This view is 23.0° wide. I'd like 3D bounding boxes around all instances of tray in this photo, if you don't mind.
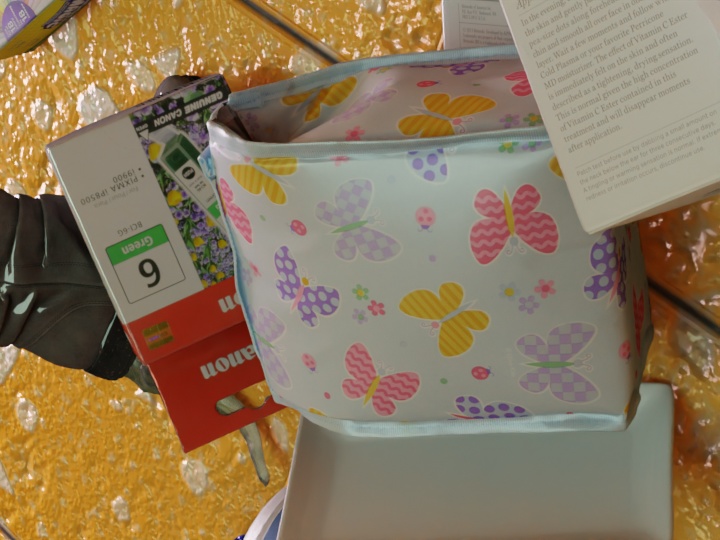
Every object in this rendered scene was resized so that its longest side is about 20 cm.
[{"bbox_3d":[0.060,0.108,0.902,0.199,0.108,0.022,-4,133,15],"label":"tray"}]

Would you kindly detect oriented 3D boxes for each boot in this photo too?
[{"bbox_3d":[-0.172,-0.035,1.046,0.070,0.131,0.201,30,101,63],"label":"boot"}]

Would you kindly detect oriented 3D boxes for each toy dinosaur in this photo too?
[{"bbox_3d":[-0.124,0.051,1.128,0.200,0.047,0.088,29,127,28],"label":"toy dinosaur"}]

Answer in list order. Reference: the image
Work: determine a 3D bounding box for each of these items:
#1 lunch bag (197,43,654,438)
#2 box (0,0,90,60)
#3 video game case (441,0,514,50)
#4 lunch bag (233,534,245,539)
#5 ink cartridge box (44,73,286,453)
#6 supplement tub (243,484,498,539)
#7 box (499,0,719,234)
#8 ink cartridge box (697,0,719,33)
[{"bbox_3d":[0.033,-0.016,0.865,0.199,0.127,0.170,-5,117,17],"label":"lunch bag"},{"bbox_3d":[-0.207,-0.214,1.105,0.200,0.048,0.118,-29,86,41],"label":"box"},{"bbox_3d":[0.121,-0.161,0.850,0.200,0.024,0.183,11,111,40],"label":"video game case"},{"bbox_3d":[-0.086,0.256,1.056,0.094,0.200,0.151,-23,90,44],"label":"lunch bag"},{"bbox_3d":[-0.091,-0.001,1.016,0.050,0.109,0.201,-154,40,-77],"label":"ink cartridge box"},{"bbox_3d":[0.042,0.191,0.959,0.200,0.144,0.145,4,107,40],"label":"supplement tub"},{"bbox_3d":[0.129,-0.132,0.742,0.097,0.124,0.201,-24,83,44],"label":"box"},{"bbox_3d":[0.209,-0.169,0.604,0.083,0.200,0.145,49,157,-10],"label":"ink cartridge box"}]
